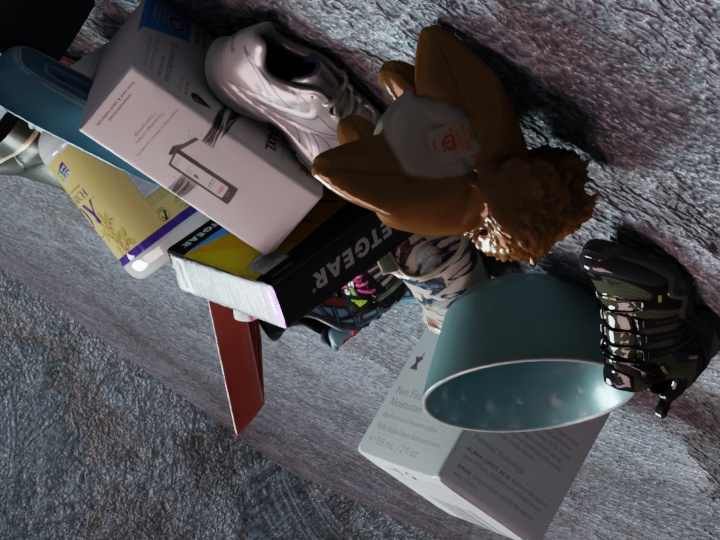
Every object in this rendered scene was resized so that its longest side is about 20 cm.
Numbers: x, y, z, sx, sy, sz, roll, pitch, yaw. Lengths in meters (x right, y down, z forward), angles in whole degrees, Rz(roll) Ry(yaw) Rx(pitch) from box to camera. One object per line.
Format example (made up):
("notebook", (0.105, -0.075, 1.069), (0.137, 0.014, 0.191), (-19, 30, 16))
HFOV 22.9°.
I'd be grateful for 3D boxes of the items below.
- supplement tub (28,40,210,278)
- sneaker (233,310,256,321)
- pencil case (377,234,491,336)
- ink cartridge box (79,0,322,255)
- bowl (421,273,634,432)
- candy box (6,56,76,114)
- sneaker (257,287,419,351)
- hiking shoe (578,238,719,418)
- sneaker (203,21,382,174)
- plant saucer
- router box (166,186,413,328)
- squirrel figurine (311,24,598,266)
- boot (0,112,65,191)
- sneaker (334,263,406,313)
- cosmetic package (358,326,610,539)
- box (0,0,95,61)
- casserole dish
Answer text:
("supplement tub", (-0.219, -0.109, 1.719), (0.200, 0.145, 0.145), (53, 165, -4))
("sneaker", (-0.059, -0.012, 1.803), (0.104, 0.200, 0.075), (5, 118, 15))
("pencil case", (0.078, 0.006, 1.721), (0.089, 0.078, 0.200), (-18, 155, 8))
("ink cartridge box", (-0.131, -0.127, 1.536), (0.200, 0.084, 0.146), (34, -152, -21))
("bowl", (0.153, 0.071, 1.666), (0.200, 0.105, 0.201), (-3, 157, -1))
("candy box", (-0.297, -0.157, 1.962), (0.169, 0.077, 0.200), (28, 168, 15))
("sneaker", (-0.017, 0.044, 1.936), (0.200, 0.096, 0.079), (-1, 163, -6))
("hiking shoe", (0.238, 0.051, 1.501), (0.076, 0.101, 0.200), (15, 161, 47))
("sneaker", (-0.034, -0.134, 1.476), (0.200, 0.075, 0.087), (30, 154, -20))
("plant saucer", (-0.133, 0.040, 1.881), (0.200, 0.037, 0.200), (-100, 0, -63))
("router box", (-0.051, -0.035, 1.606), (0.149, 0.200, 0.051), (18, 134, 43))
("squirrel figurine", (0.075, -0.069, 1.340), (0.200, 0.142, 0.187), (32, 174, 3))
("boot", (-0.334, -0.107, 1.903), (0.138, 0.078, 0.200), (33, 165, -19))
("sneaker", (0.000, 0.000, 1.727), (0.074, 0.088, 0.200), (9, -175, 24))
("cosmetic package", (0.140, 0.162, 1.927), (0.165, 0.200, 0.165), (37, 166, -30))
("box", (-0.372, -0.267, 1.641), (0.200, 0.104, 0.148), (21, 164, 38))
("casserole dish", (-0.244, -0.141, 1.569), (0.200, 0.039, 0.121), (27, -166, -21))
